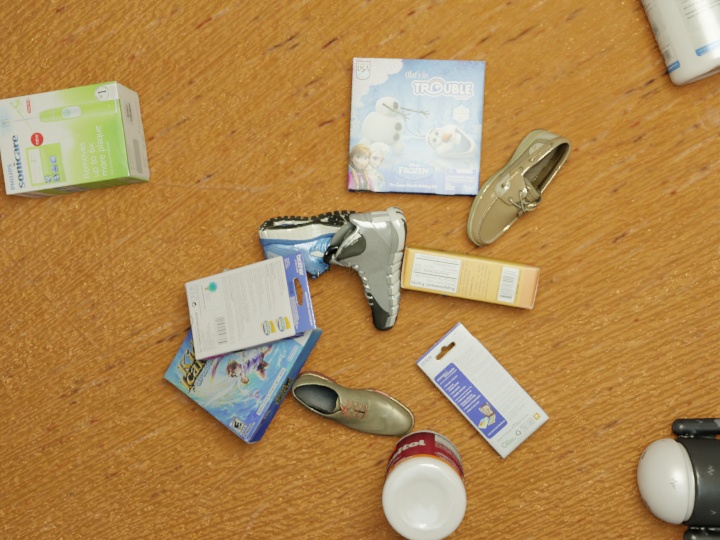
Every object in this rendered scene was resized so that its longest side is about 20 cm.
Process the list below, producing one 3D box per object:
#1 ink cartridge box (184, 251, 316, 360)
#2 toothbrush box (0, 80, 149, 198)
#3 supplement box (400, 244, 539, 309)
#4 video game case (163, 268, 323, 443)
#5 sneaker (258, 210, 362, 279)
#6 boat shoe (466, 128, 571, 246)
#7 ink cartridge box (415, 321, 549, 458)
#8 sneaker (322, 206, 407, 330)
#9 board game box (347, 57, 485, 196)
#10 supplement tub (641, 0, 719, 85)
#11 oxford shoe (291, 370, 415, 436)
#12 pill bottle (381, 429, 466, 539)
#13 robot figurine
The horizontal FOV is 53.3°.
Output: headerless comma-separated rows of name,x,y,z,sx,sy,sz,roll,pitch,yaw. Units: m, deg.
ink cartridge box,-0.158,0.053,1.055,0.199,0.042,0.120,-16,76,19
toothbrush box,-0.446,-0.200,1.116,0.199,0.086,0.146,-7,91,7
supplement box,0.161,0.008,1.077,0.199,0.067,0.069,11,96,5
video game case,-0.182,0.128,1.099,0.181,0.045,0.201,32,95,21
sneaker,-0.052,-0.038,1.099,0.199,0.079,0.090,-3,115,-1
boat shoe,0.231,-0.118,1.054,0.071,0.064,0.200,31,94,-35
ink cartridge box,0.185,0.181,1.097,0.095,0.037,0.200,-43,90,6
sneaker,0.000,0.000,1.054,0.115,0.075,0.201,-3,118,-12
board game box,0.084,-0.216,1.087,0.199,0.043,0.200,2,92,4
supplement tub,0.469,-0.375,1.002,0.131,0.132,0.201,-20,91,6
oxford shoe,-0.014,0.213,1.096,0.199,0.075,0.071,15,94,5
pill bottle,0.092,0.296,1.026,0.112,0.200,0.114,0,92,6
robot figurine,0.503,0.304,1.030,0.199,0.150,0.125,1,121,5
